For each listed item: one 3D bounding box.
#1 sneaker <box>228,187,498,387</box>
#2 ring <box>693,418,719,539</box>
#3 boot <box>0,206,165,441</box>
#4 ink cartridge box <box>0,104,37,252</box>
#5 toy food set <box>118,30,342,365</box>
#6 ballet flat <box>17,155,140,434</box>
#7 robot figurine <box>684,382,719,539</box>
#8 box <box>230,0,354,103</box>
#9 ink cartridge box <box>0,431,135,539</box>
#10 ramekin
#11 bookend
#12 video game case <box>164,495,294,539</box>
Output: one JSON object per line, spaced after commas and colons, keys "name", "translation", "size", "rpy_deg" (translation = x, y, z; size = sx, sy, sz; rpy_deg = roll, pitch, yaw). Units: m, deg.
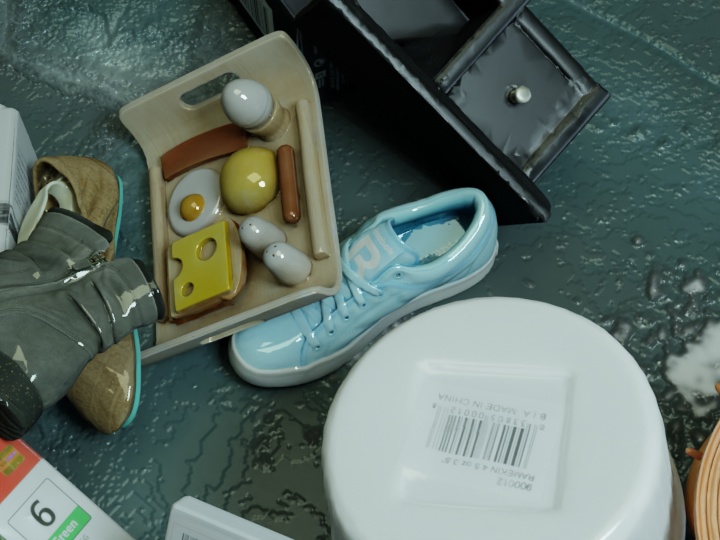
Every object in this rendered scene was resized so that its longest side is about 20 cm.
{"name": "sneaker", "translation": [0.000, 0.000, 0.893], "size": [0.200, 0.082, 0.074], "rpy_deg": [-31, 63, -15]}
{"name": "ring", "translation": [0.266, 0.125, 0.684], "size": [0.200, 0.019, 0.201], "rpy_deg": [-4, 62, 7]}
{"name": "boot", "translation": [-0.223, 0.005, 0.823], "size": [0.200, 0.068, 0.131], "rpy_deg": [33, 55, 17]}
{"name": "ink cartridge box", "translation": [-0.291, 0.000, 0.900], "size": [0.145, 0.084, 0.201], "rpy_deg": [-4, 61, 0]}
{"name": "toy food set", "translation": [-0.095, -0.047, 0.900], "size": [0.143, 0.060, 0.201], "rpy_deg": [-22, 57, 23]}
{"name": "ballet flat", "translation": [-0.186, 0.008, 0.884], "size": [0.068, 0.072, 0.201], "rpy_deg": [-31, 54, 36]}
{"name": "robot figurine", "translation": [0.263, 0.148, 0.763], "size": [0.200, 0.117, 0.144], "rpy_deg": [42, 79, 4]}
{"name": "box", "translation": [0.007, -0.237, 1.017], "size": [0.200, 0.104, 0.148], "rpy_deg": [-26, 63, -13]}
{"name": "ink cartridge box", "translation": [-0.212, 0.154, 0.776], "size": [0.200, 0.050, 0.109], "rpy_deg": [43, 56, -4]}
{"name": "ramekin", "translation": [0.073, 0.110, 0.747], "size": [0.200, 0.098, 0.201], "rpy_deg": [-6, 53, 8]}
{"name": "bookend", "translation": [0.098, -0.168, 0.910], "size": [0.200, 0.092, 0.199], "rpy_deg": [45, 79, -12]}
{"name": "video game case", "translation": [-0.052, 0.232, 0.712], "size": [0.143, 0.018, 0.201], "rpy_deg": [19, 107, 18]}
